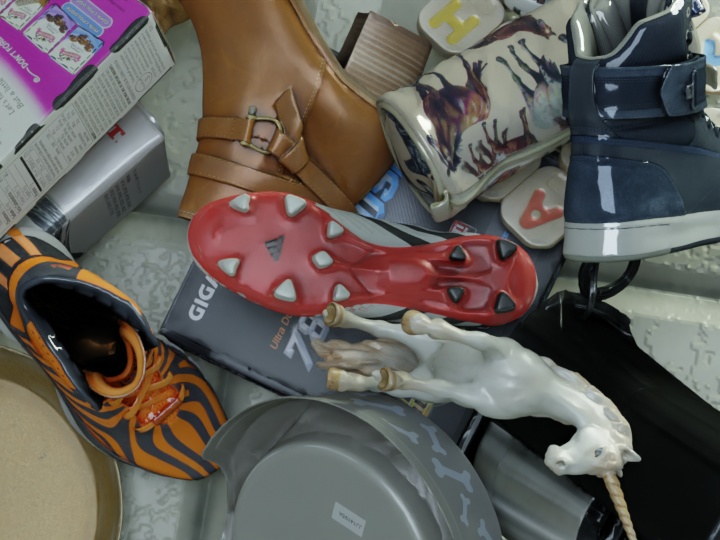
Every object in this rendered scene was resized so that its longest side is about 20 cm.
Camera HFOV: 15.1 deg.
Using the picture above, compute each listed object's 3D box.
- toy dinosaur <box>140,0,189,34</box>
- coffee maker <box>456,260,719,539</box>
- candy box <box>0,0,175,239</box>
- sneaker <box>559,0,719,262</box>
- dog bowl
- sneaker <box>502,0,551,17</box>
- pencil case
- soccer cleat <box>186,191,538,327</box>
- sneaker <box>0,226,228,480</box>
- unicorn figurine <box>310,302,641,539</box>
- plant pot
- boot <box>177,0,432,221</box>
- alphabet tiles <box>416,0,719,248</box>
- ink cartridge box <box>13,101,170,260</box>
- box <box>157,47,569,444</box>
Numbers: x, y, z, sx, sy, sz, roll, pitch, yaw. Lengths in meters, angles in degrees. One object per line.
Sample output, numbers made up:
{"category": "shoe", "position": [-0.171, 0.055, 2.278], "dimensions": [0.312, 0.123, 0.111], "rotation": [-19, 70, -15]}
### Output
{"category": "toy dinosaur", "position": [-0.101, -0.186, 1.642], "dimensions": [0.106, 0.060, 0.200], "rotation": [43, 62, 10]}
{"category": "coffee maker", "position": [0.163, 0.102, 1.485], "dimensions": [0.200, 0.134, 0.193], "rotation": [34, 122, 44]}
{"category": "candy box", "position": [-0.221, -0.096, 1.523], "dimensions": [0.136, 0.061, 0.200], "rotation": [38, 76, 26]}
{"category": "sneaker", "position": [0.182, -0.088, 1.500], "dimensions": [0.077, 0.202, 0.147], "rotation": [-1, 96, 40]}
{"category": "dog bowl", "position": [-0.004, 0.159, 1.527], "dimensions": [0.199, 0.059, 0.201], "rotation": [13, 113, 34]}
{"category": "sneaker", "position": [0.144, -0.247, 1.589], "dimensions": [0.075, 0.116, 0.201], "rotation": [20, 69, 5]}
{"category": "pencil case", "position": [0.103, -0.101, 1.544], "dimensions": [0.199, 0.078, 0.089], "rotation": [-29, 53, -17]}
{"category": "soccer cleat", "position": [0.000, 0.000, 1.533], "dimensions": [0.199, 0.085, 0.069], "rotation": [7, 78, -5]}
{"category": "sneaker", "position": [-0.134, 0.064, 1.529], "dimensions": [0.078, 0.112, 0.200], "rotation": [-49, 119, -4]}
{"category": "unicorn figurine", "position": [0.062, 0.061, 1.451], "dimensions": [0.137, 0.200, 0.074], "rotation": [16, 104, -29]}
{"category": "plant pot", "position": [-0.237, 0.142, 1.612], "dimensions": [0.199, 0.027, 0.201], "rotation": [-1, 81, 5]}
{"category": "boot", "position": [-0.073, -0.101, 1.562], "dimensions": [0.199, 0.074, 0.155], "rotation": [26, 88, 0]}
{"category": "alphabet tiles", "position": [0.132, -0.110, 1.602], "dimensions": [0.195, 0.015, 0.200], "rotation": [-40, 75, -18]}
{"category": "ink cartridge box", "position": [-0.230, -0.054, 1.600], "dimensions": [0.200, 0.084, 0.145], "rotation": [-42, 78, -11]}
{"category": "box", "position": [0.012, -0.007, 1.608], "dimensions": [0.198, 0.050, 0.201], "rotation": [26, 83, 7]}
